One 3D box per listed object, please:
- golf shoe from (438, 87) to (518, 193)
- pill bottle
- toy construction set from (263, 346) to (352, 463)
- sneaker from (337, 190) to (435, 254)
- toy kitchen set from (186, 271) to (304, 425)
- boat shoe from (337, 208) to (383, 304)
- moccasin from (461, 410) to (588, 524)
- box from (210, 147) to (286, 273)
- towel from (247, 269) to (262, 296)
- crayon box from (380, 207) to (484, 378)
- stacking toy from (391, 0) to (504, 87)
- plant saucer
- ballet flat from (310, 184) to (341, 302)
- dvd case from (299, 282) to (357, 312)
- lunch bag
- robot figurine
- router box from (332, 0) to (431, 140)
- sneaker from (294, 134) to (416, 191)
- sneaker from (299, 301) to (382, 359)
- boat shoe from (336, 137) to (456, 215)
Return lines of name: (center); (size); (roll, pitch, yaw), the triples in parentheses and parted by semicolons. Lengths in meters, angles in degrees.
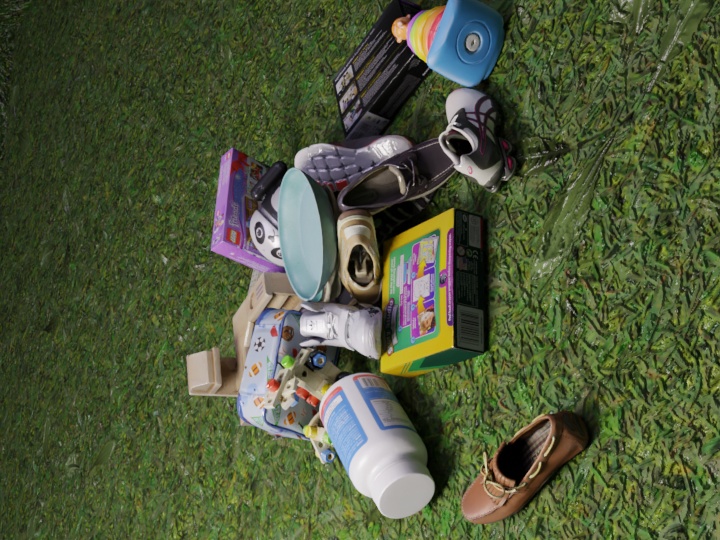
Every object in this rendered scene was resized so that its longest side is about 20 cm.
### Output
golf shoe: (0.150, -0.196, 1.510); (0.077, 0.088, 0.200); (-55, 36, 31)
pill bottle: (0.025, 0.243, 1.502); (0.112, 0.112, 0.200); (-60, 35, 22)
toy construction set: (-0.072, 0.193, 1.617); (0.092, 0.200, 0.131); (20, 72, 45)
sneaker: (0.036, -0.104, 1.666); (0.200, 0.076, 0.116); (-44, 15, 15)
toy kitchen set: (-0.181, 0.130, 1.779); (0.180, 0.163, 0.200); (129, 139, -52)
boat shoe: (0.000, 0.000, 1.593); (0.200, 0.072, 0.076); (73, -173, -53)
moccasin: (0.182, 0.237, 1.294); (0.201, 0.078, 0.074); (-46, 43, 38)
box: (-0.182, -0.099, 1.870); (0.039, 0.137, 0.200); (-33, 44, 41)
towel: (-0.124, -0.047, 1.912); (0.193, 0.035, 0.200); (-18, 55, 51)
crayon box: (0.099, 0.035, 1.521); (0.173, 0.058, 0.200); (-26, 56, 54)
stacking toy: (0.107, -0.346, 1.605); (0.200, 0.110, 0.116); (28, 98, 54)
plant saucer: (-0.076, -0.055, 1.630); (0.200, 0.036, 0.200); (173, 90, -68)
ballet flat: (-0.054, -0.044, 1.714); (0.067, 0.062, 0.200); (22, 116, 39)
dvd case: (-0.073, 0.046, 1.819); (0.200, 0.016, 0.149); (-49, 41, 36)
lunch bag: (-0.107, 0.166, 1.695); (0.076, 0.160, 0.200); (1, 72, 40)
robot figurine: (-0.090, -0.098, 1.773); (0.200, 0.125, 0.150); (-47, 41, 1)
router box: (0.035, -0.322, 1.767); (0.200, 0.051, 0.149); (-47, 40, 37)
sneaker: (-0.003, -0.172, 1.693); (0.200, 0.082, 0.077); (-3, 107, 21)
sneaker: (-0.030, 0.087, 1.584); (0.200, 0.115, 0.075); (-135, 45, -84)
boat shoe: (0.058, -0.131, 1.559); (0.065, 0.200, 0.072); (-62, -52, -86)
